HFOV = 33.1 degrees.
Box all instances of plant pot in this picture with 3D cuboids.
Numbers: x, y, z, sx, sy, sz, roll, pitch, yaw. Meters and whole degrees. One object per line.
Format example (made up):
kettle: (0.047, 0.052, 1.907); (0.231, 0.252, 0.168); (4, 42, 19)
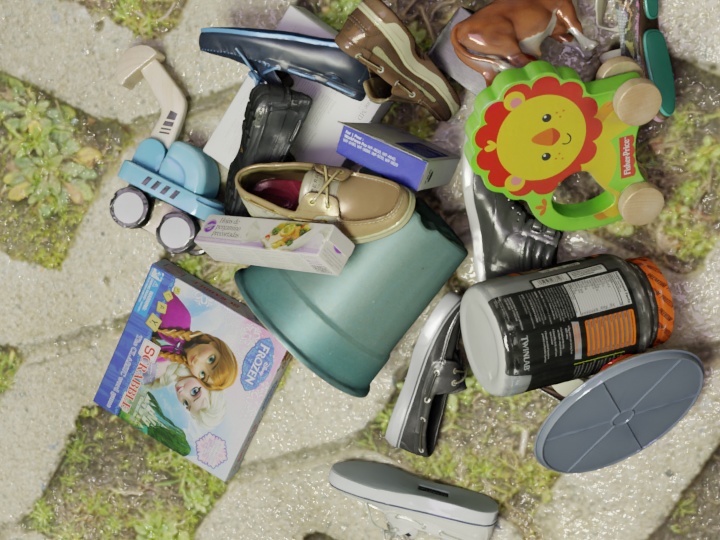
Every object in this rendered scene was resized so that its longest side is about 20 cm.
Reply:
plant pot: (0.000, 0.000, 1.326); (0.200, 0.200, 0.196); (44, 100, 6)

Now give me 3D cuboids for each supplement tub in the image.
supplement tub: (0.214, 0.053, 1.262); (0.199, 0.122, 0.123); (-12, 96, -16)

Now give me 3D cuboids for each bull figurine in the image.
bull figurine: (0.180, -0.254, 1.245); (0.200, 0.065, 0.121); (-39, 84, -23)

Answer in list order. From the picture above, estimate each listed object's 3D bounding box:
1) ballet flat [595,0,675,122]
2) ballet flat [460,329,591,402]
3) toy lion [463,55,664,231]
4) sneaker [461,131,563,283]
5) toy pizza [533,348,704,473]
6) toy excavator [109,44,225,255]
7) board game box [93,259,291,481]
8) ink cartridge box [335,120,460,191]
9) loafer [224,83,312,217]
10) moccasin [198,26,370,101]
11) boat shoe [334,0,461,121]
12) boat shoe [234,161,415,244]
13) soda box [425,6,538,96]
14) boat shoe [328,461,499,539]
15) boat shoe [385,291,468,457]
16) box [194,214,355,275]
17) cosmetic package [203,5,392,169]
ballet flat: (0.282, -0.251, 1.265); (0.071, 0.069, 0.201); (-6, 94, 36)
ballet flat: (0.196, 0.098, 1.337); (0.200, 0.072, 0.072); (29, 105, 11)
toy lion: (0.202, -0.122, 1.220); (0.191, 0.069, 0.200); (-15, 129, -1)
sneaker: (0.168, -0.067, 1.323); (0.099, 0.071, 0.201); (-7, 102, 16)
toy pizza: (0.268, 0.144, 1.276); (0.200, 0.200, 0.032); (-42, 51, 18)
toy excavator: (-0.225, -0.140, 1.426); (0.194, 0.100, 0.200); (27, 92, 9)
board game box: (-0.201, 0.121, 1.476); (0.199, 0.041, 0.200); (28, 105, 11)
ink cartridge box: (0.038, -0.122, 1.282); (0.099, 0.200, 0.039); (26, 101, 12)
loafer: (-0.104, -0.114, 1.336); (0.070, 0.068, 0.201); (7, 130, -19)
moccasin: (-0.085, -0.223, 1.316); (0.199, 0.080, 0.068); (12, 105, 16)
boat shoe: (0.034, -0.208, 1.279); (0.075, 0.202, 0.075); (-44, 50, 4)
boat shoe: (-0.042, -0.074, 1.238); (0.199, 0.066, 0.074); (2, 65, 29)
soda box: (0.170, -0.197, 1.303); (0.200, 0.063, 0.071); (39, 107, 7)
boat shoe: (0.055, 0.286, 1.413); (0.201, 0.075, 0.086); (14, 105, 5)
boat shoe: (0.089, 0.123, 1.370); (0.066, 0.070, 0.200); (26, 107, 19)
box: (-0.093, -0.028, 1.263); (0.200, 0.041, 0.039); (6, 60, 45)
cosmetic package: (-0.065, -0.176, 1.384); (0.151, 0.052, 0.200); (38, 107, 11)
